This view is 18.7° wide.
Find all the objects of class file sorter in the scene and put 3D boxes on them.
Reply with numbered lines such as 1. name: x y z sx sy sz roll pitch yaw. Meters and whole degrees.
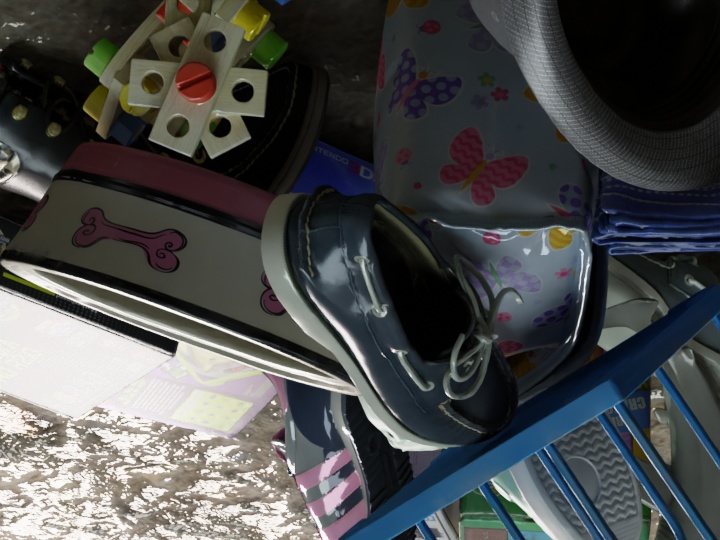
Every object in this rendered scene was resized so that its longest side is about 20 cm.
1. file sorter: 0.115 0.124 1.120 0.200 0.123 0.139 -35 178 36

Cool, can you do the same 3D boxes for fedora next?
1. fedora: 0.115 -0.137 1.000 0.090 0.177 0.200 17 165 48

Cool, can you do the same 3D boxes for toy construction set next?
1. toy construction set: -0.081 -0.114 1.049 0.092 0.131 0.200 41 178 -11

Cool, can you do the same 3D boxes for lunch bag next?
1. lunch bag: 0.069 -0.039 1.142 0.127 0.170 0.200 2 148 1

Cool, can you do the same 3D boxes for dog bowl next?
1. dog bowl: -0.079 -0.003 1.117 0.199 0.074 0.200 20 173 3

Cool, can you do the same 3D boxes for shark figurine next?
1. shark figurine: 0.206 0.098 1.300 0.128 0.215 0.089 -25 -160 -36

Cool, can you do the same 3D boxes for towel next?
1. towel: 0.189 -0.067 1.067 0.144 0.200 0.024 -1 121 10

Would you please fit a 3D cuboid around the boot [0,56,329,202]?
1. boot: -0.126 -0.075 1.208 0.153 0.074 0.203 25 144 -26

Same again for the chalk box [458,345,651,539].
1. chalk box: 0.126 0.136 1.414 0.123 0.201 0.125 1 152 4

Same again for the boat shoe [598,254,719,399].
1. boat shoe: 0.193 0.025 1.344 0.200 0.062 0.073 36 148 -10

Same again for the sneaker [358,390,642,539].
1. sneaker: 0.077 0.098 1.289 0.201 0.074 0.118 51 147 1

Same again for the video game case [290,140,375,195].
1. video game case: 0.000 0.000 1.324 0.199 0.046 0.181 23 151 -23

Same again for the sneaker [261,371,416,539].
1. sneaker: -0.014 0.133 1.411 0.082 0.070 0.201 13 123 32

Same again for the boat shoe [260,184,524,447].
1. boat shoe: 0.029 0.023 1.017 0.062 0.075 0.200 -6 142 32

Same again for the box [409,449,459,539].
1. box: 0.052 0.157 1.551 0.060 0.117 0.200 -4 151 15

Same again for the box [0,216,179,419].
1. box: -0.217 0.030 1.390 0.160 0.044 0.200 22 156 -20

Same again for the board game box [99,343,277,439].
1. board game box: -0.104 0.054 1.481 0.120 0.032 0.200 12 150 -22
